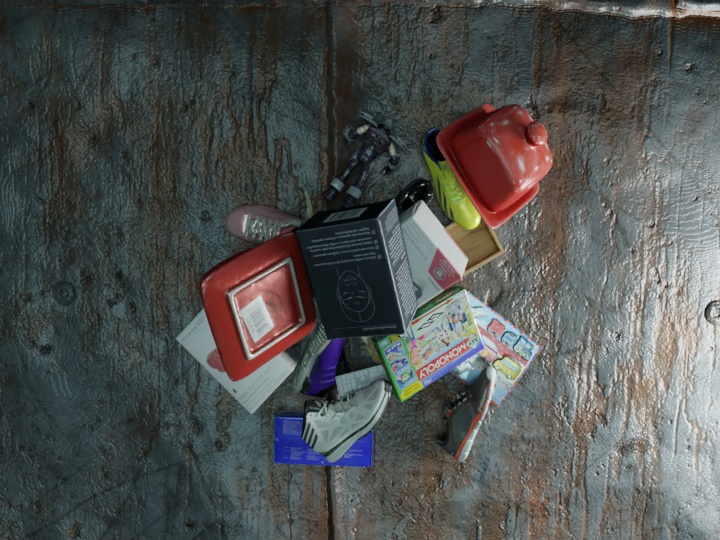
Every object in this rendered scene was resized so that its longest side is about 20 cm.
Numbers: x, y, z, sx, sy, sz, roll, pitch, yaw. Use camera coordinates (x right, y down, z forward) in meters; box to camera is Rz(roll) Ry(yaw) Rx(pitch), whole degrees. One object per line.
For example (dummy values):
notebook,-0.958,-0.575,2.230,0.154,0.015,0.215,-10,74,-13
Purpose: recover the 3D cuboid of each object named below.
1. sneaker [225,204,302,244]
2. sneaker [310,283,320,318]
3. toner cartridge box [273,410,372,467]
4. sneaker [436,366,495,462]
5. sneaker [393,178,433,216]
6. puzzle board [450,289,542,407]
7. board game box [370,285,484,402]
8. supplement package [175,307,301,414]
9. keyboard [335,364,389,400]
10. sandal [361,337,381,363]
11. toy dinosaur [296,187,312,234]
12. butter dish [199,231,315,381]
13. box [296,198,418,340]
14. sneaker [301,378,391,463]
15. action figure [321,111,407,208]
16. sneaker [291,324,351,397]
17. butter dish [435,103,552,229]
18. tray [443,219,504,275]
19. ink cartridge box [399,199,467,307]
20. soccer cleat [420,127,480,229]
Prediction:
sneaker,-0.168,-0.078,1.128,0.196,0.105,0.077,12,98,1
sneaker,-0.130,0.058,1.165,0.197,0.075,0.083,25,111,4
toner cartridge box,-0.073,0.336,1.191,0.195,0.043,0.097,2,94,1
sneaker,0.201,0.273,1.161,0.081,0.077,0.204,23,101,16
sneaker,0.061,-0.096,1.128,0.075,0.088,0.201,38,95,-2
puzzle board,0.240,0.155,1.182,0.198,0.017,0.152,35,95,-1
board game box,0.130,0.136,1.114,0.198,0.029,0.137,-30,111,-14
supplement package,-0.229,0.148,1.140,0.200,0.120,0.121,45,95,-2
keyboard,0.051,0.203,1.142,0.196,0.011,0.057,-14,116,-5
sandal,0.054,0.157,1.159,0.077,0.070,0.215,-26,94,3
toy dinosaur,-0.092,-0.041,1.072,0.086,0.048,0.203,12,111,-18
butter dish,-0.196,0.045,1.019,0.198,0.146,0.203,-33,126,-34
box,0.000,0.000,1.002,0.145,0.107,0.204,-6,110,22
sneaker,-0.038,0.261,1.103,0.115,0.076,0.201,36,105,-19
action figure,0.006,-0.211,1.133,0.129,0.069,0.202,35,91,5
sneaker,-0.053,0.173,1.146,0.098,0.070,0.201,24,124,-14
butter dish,0.266,-0.212,1.053,0.198,0.147,0.202,-36,94,-37
tray,0.168,-0.030,1.158,0.198,0.037,0.100,-30,94,5
ink cartridge box,0.073,-0.006,1.085,0.199,0.085,0.146,-36,100,30
soccer cleat,0.165,-0.171,1.108,0.064,0.084,0.203,-24,83,3
